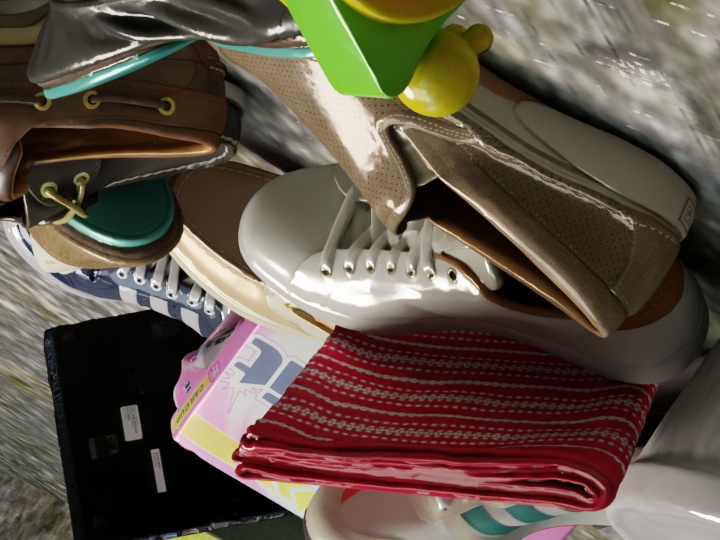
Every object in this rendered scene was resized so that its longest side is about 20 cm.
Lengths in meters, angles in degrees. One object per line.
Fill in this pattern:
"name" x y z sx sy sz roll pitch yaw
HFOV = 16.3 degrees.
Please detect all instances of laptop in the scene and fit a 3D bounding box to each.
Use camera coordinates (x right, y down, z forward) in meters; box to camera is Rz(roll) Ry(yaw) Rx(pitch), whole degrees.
"laptop" -0.064 0.107 1.399 0.178 0.199 0.104 -108 10 -49

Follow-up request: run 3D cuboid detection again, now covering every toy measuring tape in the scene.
"toy measuring tape" -0.013 -0.131 0.679 0.073 0.074 0.201 10 135 57

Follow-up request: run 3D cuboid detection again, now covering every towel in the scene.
"towel" 0.041 0.047 0.987 0.144 0.023 0.200 5 -164 11

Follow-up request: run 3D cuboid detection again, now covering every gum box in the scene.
"gum box" 0.015 0.073 1.230 0.199 0.114 0.066 32 -151 -11

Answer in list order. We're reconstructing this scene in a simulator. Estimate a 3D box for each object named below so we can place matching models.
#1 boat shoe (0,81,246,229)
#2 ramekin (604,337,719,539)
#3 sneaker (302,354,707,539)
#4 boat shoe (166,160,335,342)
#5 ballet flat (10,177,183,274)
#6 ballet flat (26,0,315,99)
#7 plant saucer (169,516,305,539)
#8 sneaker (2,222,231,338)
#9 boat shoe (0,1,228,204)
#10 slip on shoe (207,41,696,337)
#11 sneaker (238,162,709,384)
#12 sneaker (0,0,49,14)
"boat shoe" -0.146 -0.045 1.065 0.200 0.061 0.072 -4 158 -7
"ramekin" 0.200 0.092 0.951 0.201 0.095 0.202 25 167 6
"sneaker" 0.071 0.076 1.084 0.199 0.071 0.094 -10 143 -7
"boat shoe" 0.000 0.000 1.129 0.199 0.074 0.069 28 156 2
"ballet flat" -0.149 -0.044 1.157 0.200 0.068 0.073 40 138 31
"ballet flat" -0.054 -0.102 0.838 0.199 0.068 0.069 -4 110 50
"plant saucer" -0.033 0.127 1.444 0.199 0.200 0.048 28 123 3
"sneaker" -0.083 0.003 1.299 0.199 0.070 0.108 27 174 -25
"boat shoe" -0.146 -0.059 0.952 0.199 0.068 0.072 -11 173 -7
"slip on shoe" 0.021 -0.044 0.902 0.199 0.061 0.076 29 168 3
"sneaker" 0.036 -0.016 0.981 0.199 0.073 0.085 11 159 23
"sneaker" -0.168 -0.121 0.979 0.075 0.081 0.200 22 167 22
